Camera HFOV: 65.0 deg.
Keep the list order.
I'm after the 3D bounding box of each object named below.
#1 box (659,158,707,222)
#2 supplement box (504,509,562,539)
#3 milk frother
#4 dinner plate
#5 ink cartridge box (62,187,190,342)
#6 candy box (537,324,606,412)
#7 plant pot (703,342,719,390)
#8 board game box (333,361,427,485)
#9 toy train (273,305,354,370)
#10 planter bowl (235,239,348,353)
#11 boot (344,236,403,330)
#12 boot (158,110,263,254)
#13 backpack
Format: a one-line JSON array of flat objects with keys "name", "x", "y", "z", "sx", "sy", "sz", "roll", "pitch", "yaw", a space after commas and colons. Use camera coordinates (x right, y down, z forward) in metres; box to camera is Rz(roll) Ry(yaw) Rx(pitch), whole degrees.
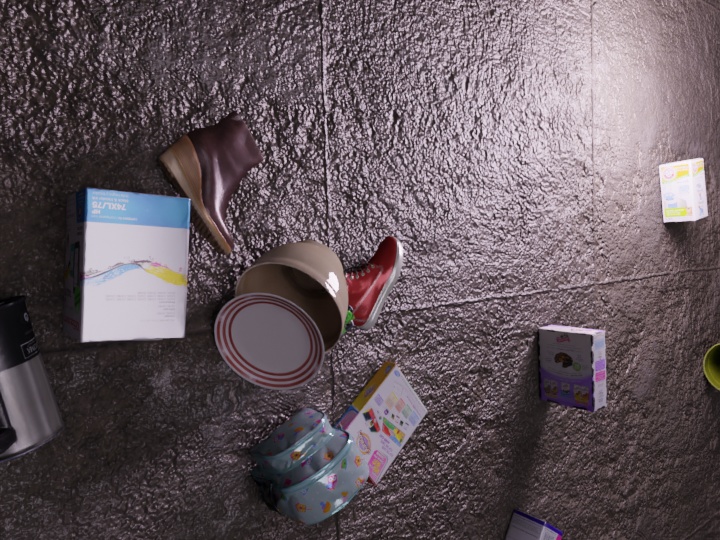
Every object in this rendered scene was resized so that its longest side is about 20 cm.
[{"name": "box", "x": 1.124, "y": -0.278, "z": 1.968, "sx": 0.100, "sy": 0.111, "sz": 0.205, "roll": -14, "pitch": 99, "yaw": -34}, {"name": "supplement box", "x": 0.433, "y": 0.751, "z": 1.470, "sx": 0.101, "sy": 0.102, "sz": 0.203, "roll": 37, "pitch": 68, "yaw": -32}, {"name": "milk frother", "x": -0.520, "y": 0.154, "z": 0.722, "sx": 0.195, "sy": 0.181, "sz": 0.193, "roll": -11, "pitch": 100, "yaw": 7}, {"name": "dinner plate", "x": -0.155, "y": 0.120, "z": 0.971, "sx": 0.202, "sy": 0.197, "sz": 0.024, "roll": 58, "pitch": 24, "yaw": -22}, {"name": "ink cartridge box", "x": -0.344, "y": -0.005, "z": 0.827, "sx": 0.144, "sy": 0.145, "sz": 0.205, "roll": 2, "pitch": 89, "yaw": -37}, {"name": "candy box", "x": 0.568, "y": 0.257, "z": 1.520, "sx": 0.070, "sy": 0.166, "sz": 0.205, "roll": -5, "pitch": 95, "yaw": -36}, {"name": "plant pot", "x": 1.486, "y": 0.367, "z": 2.218, "sx": 0.190, "sy": 0.198, "sz": 0.206, "roll": -5, "pitch": 94, "yaw": -42}, {"name": "board game box", "x": 0.043, "y": 0.321, "z": 1.197, "sx": 0.200, "sy": 0.040, "sz": 0.154, "roll": -47, "pitch": 117, "yaw": -27}, {"name": "toy train", "x": -0.090, "y": 0.137, "z": 1.068, "sx": 0.198, "sy": 0.042, "sz": 0.057, "roll": -35, "pitch": 130, "yaw": -18}, {"name": "planter bowl", "x": -0.105, "y": 0.032, "z": 1.002, "sx": 0.202, "sy": 0.197, "sz": 0.136, "roll": 57, "pitch": 33, "yaw": -23}, {"name": "boot", "x": 0.000, "y": 0.000, "z": 1.141, "sx": 0.143, "sy": 0.072, "sz": 0.203, "roll": 32, "pitch": 76, "yaw": -32}, {"name": "boot", "x": -0.225, "y": -0.150, "z": 0.960, "sx": 0.166, "sy": 0.072, "sz": 0.203, "roll": -38, "pitch": 109, "yaw": -28}, {"name": "backpack", "x": -0.089, "y": 0.343, "z": 0.998, "sx": 0.174, "sy": 0.198, "sz": 0.156, "roll": -30, "pitch": 108, "yaw": -31}]
